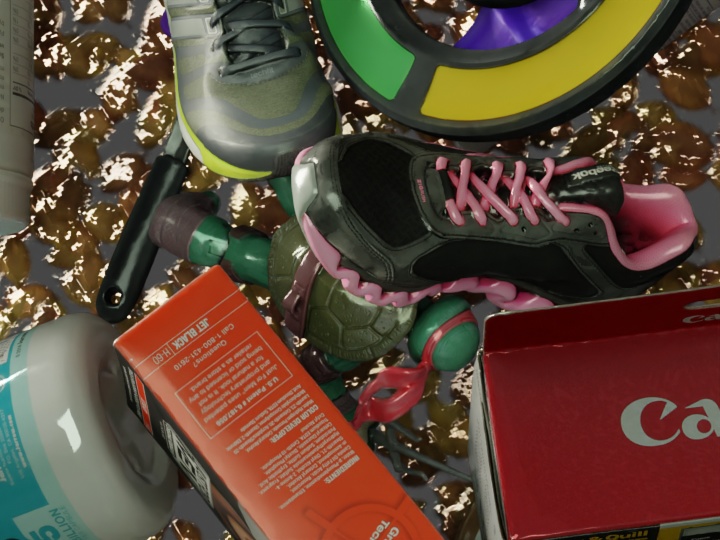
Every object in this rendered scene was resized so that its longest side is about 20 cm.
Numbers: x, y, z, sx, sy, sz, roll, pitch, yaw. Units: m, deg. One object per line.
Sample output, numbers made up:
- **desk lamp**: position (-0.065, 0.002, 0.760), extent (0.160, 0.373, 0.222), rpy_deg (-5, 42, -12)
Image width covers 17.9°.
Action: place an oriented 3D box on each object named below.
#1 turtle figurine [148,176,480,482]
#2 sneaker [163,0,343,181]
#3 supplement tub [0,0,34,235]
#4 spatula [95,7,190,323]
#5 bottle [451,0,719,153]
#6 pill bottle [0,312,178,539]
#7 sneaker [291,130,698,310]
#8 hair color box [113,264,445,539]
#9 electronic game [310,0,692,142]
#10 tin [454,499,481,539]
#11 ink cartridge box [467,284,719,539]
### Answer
- **turtle figurine**: position (0.000, 0.000, 1.035), extent (0.200, 0.101, 0.150), rpy_deg (36, 91, 23)
- **sneaker**: position (-0.059, -0.122, 1.023), extent (0.074, 0.081, 0.200), rpy_deg (-15, 52, -8)
- **supplement tub**: position (-0.221, -0.120, 1.088), extent (0.131, 0.132, 0.201), rpy_deg (-1, 84, 16)
- **spatula**: position (-0.086, -0.069, 1.101), extent (0.056, 0.021, 0.201), rpy_deg (20, 91, 16)
- **bottle**: position (0.116, -0.128, 1.017), extent (0.200, 0.084, 0.065), rpy_deg (-37, 70, 10)
- **pill bottle**: position (-0.194, 0.102, 1.070), extent (0.199, 0.111, 0.111), rpy_deg (-21, 79, 14)
- **sneaker**: position (0.063, -0.026, 0.962), extent (0.095, 0.200, 0.079), rpy_deg (-32, 56, 42)
- **hair color box**: position (-0.022, 0.103, 0.981), extent (0.061, 0.102, 0.200), rpy_deg (-38, 76, -13)
- **electronic game**: position (0.063, -0.152, 0.980), extent (0.199, 0.042, 0.201), rpy_deg (-10, 72, 31)
- **tin**: position (0.131, 0.159, 1.011), extent (0.200, 0.042, 0.112), rpy_deg (30, 98, 16)
- **ink cartridge box**: position (0.147, 0.070, 0.912), extent (0.199, 0.176, 0.084), rpy_deg (-8, 69, 0)
